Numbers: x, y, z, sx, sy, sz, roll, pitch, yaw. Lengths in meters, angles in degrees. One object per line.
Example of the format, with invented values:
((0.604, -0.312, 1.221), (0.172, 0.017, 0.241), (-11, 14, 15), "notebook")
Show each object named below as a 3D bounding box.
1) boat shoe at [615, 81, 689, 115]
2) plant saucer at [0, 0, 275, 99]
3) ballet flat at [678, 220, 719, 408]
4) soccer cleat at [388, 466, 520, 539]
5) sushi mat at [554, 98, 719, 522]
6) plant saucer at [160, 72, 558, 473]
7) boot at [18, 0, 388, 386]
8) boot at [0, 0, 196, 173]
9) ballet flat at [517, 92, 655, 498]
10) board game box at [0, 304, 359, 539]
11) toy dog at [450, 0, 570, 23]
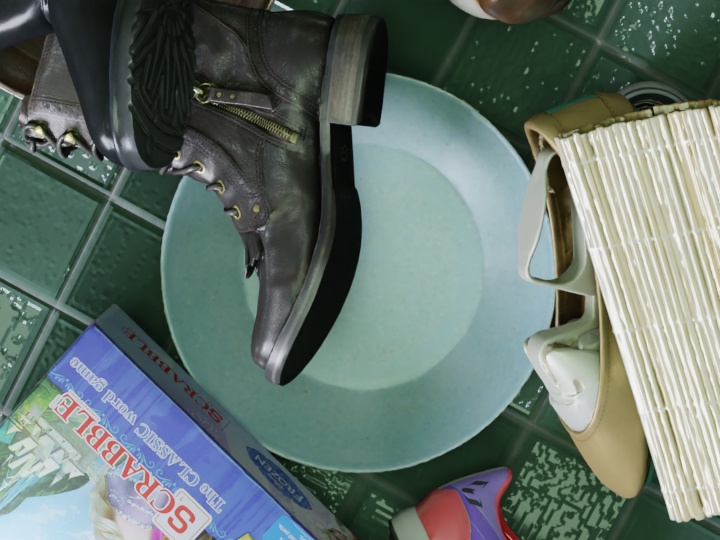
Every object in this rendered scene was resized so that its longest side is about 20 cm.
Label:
((0.161, 0.005, 1.253), (0.068, 0.057, 0.202), (-12, 94, 6), "boat shoe")
((-0.130, -0.180, 1.274), (0.198, 0.034, 0.202), (1, 96, 5), "plant saucer")
((0.185, 0.023, 1.200), (0.071, 0.072, 0.201), (-19, 98, 6), "ballet flat")
((0.091, 0.196, 1.273), (0.073, 0.068, 0.201), (-31, 89, 2), "soccer cleat")
((0.161, 0.020, 1.175), (0.095, 0.012, 0.201), (-11, 103, 29), "sushi mat")
((0.000, 0.000, 1.276), (0.199, 0.039, 0.203), (0, 94, 5), "plant saucer")
((-0.084, -0.055, 1.232), (0.173, 0.069, 0.202), (10, 85, 11), "boot")
((-0.179, -0.110, 1.200), (0.198, 0.066, 0.166), (-7, 64, 20), "boot")
((0.105, 0.015, 1.226), (0.063, 0.069, 0.202), (-7, 100, -21), "ballet flat")
((-0.120, 0.157, 1.280), (0.200, 0.041, 0.200), (43, 108, 1), "board game box")
((0.071, -0.216, 1.193), (0.193, 0.139, 0.201), (-20, 116, -23), "toy dog")
